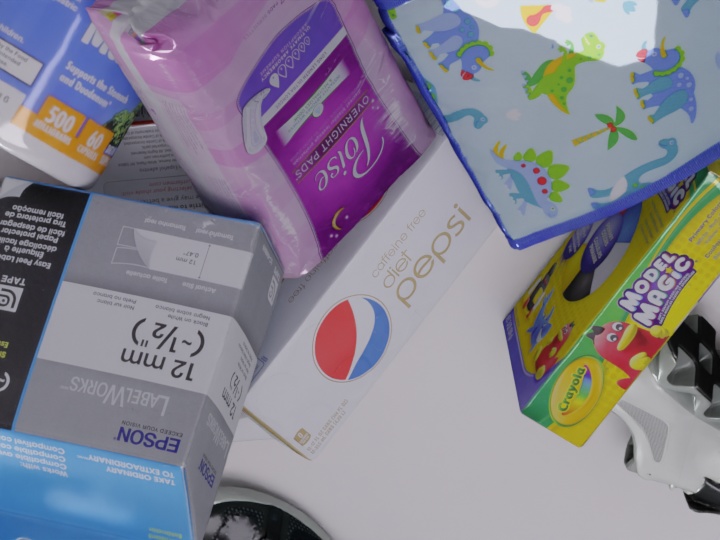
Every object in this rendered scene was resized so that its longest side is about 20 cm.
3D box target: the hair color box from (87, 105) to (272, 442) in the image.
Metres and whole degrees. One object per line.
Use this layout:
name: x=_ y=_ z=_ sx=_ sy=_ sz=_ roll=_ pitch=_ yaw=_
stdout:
hair color box: x=-0.094 y=-0.003 z=1.632 sx=0.111 sy=0.064 sz=0.201 roll=-5 pitch=114 yaw=-2

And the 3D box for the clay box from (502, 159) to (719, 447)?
clay box: x=0.156 y=-0.012 z=1.610 sx=0.048 sy=0.115 sz=0.200 roll=30 pitch=110 yaw=-16

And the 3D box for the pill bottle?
pill bottle: x=-0.137 y=-0.152 z=1.511 sx=0.112 sy=0.112 sz=0.200 roll=30 pitch=91 yaw=-16

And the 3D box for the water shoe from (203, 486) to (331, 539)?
water shoe: x=-0.031 y=0.202 z=1.724 sx=0.200 sy=0.079 sz=0.072 roll=39 pitch=108 yaw=-19

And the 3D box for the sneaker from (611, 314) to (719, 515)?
sneaker: x=0.203 y=0.102 z=1.700 sx=0.088 sy=0.074 sz=0.200 roll=-29 pitch=117 yaw=31

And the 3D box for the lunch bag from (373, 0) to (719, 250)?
lunch bag: x=0.123 y=-0.129 z=1.537 sx=0.200 sy=0.127 sz=0.170 roll=-34 pitch=113 yaw=-7

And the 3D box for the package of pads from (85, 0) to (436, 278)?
package of pads: x=-0.049 y=-0.099 z=1.489 sx=0.121 sy=0.076 sz=0.200 roll=-47 pitch=139 yaw=-15

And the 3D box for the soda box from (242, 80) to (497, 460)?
soda box: x=0.000 y=0.000 z=1.590 sx=0.200 sy=0.064 sz=0.068 roll=-52 pitch=128 yaw=-4

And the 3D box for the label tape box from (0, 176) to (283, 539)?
label tape box: x=-0.137 y=0.063 z=1.475 sx=0.143 sy=0.200 sz=0.066 roll=11 pitch=157 yaw=15
